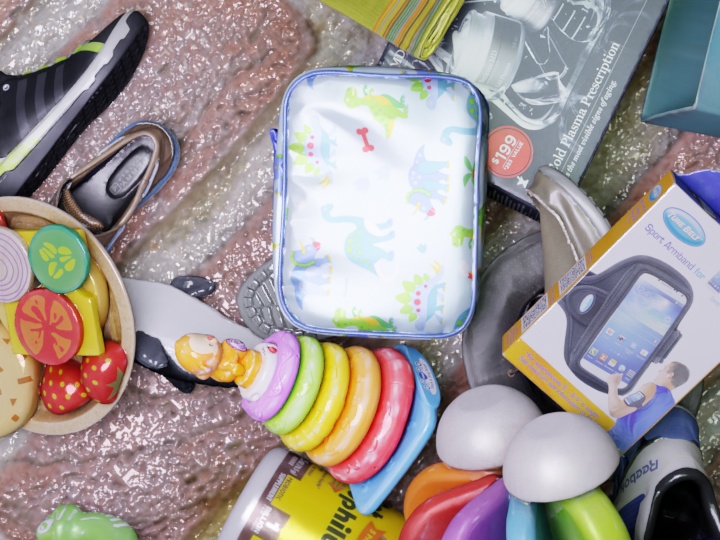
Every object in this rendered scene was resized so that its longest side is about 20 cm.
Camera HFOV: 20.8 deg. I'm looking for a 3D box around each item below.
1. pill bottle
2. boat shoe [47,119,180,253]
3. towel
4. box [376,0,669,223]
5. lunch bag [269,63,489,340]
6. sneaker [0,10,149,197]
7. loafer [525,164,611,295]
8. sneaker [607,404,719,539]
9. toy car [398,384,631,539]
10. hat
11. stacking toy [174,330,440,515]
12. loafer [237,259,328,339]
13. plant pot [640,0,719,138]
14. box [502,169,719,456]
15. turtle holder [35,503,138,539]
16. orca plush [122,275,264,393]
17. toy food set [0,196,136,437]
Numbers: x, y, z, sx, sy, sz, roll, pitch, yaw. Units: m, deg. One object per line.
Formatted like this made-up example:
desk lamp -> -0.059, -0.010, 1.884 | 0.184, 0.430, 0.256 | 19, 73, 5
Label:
pill bottle -> -0.007, 0.228, 1.519 | 0.199, 0.109, 0.110 | 29, 89, 4
boat shoe -> -0.224, -0.041, 1.560 | 0.072, 0.072, 0.200 | 37, 91, 3
towel -> 0.016, -0.229, 1.512 | 0.018, 0.200, 0.086 | 28, 96, -39
box -> 0.117, -0.161, 1.534 | 0.182, 0.104, 0.201 | 26, 89, 5
lunch bag -> 0.013, -0.052, 1.450 | 0.160, 0.082, 0.201 | 2, 95, 5
sneaker -> -0.254, -0.142, 1.568 | 0.083, 0.072, 0.200 | 41, 90, 5
loafer -> 0.166, 0.019, 1.448 | 0.069, 0.075, 0.201 | -26, 96, -1
sneaker -> 0.219, 0.212, 1.470 | 0.080, 0.115, 0.200 | 4, 116, -9
toy car -> 0.105, 0.191, 1.410 | 0.150, 0.200, 0.176 | -27, 114, -25
hat -> 0.167, 0.062, 1.530 | 0.200, 0.081, 0.202 | 0, 93, -4
stacking toy -> -0.050, 0.087, 1.463 | 0.199, 0.116, 0.110 | 24, 114, -24
loafer -> 0.000, 0.000, 1.543 | 0.199, 0.070, 0.076 | -21, 93, -2
plant pot -> 0.342, -0.160, 1.507 | 0.199, 0.141, 0.142 | 15, 88, -8
box -> 0.210, 0.024, 1.395 | 0.119, 0.042, 0.200 | 40, 110, -10
turtle holder -> -0.217, 0.281, 1.514 | 0.131, 0.141, 0.186 | -11, 96, 19
orca plush -> -0.127, 0.064, 1.571 | 0.199, 0.071, 0.105 | 8, 43, -7
toy food set -> -0.263, 0.036, 1.525 | 0.199, 0.049, 0.199 | -1, 105, 29
